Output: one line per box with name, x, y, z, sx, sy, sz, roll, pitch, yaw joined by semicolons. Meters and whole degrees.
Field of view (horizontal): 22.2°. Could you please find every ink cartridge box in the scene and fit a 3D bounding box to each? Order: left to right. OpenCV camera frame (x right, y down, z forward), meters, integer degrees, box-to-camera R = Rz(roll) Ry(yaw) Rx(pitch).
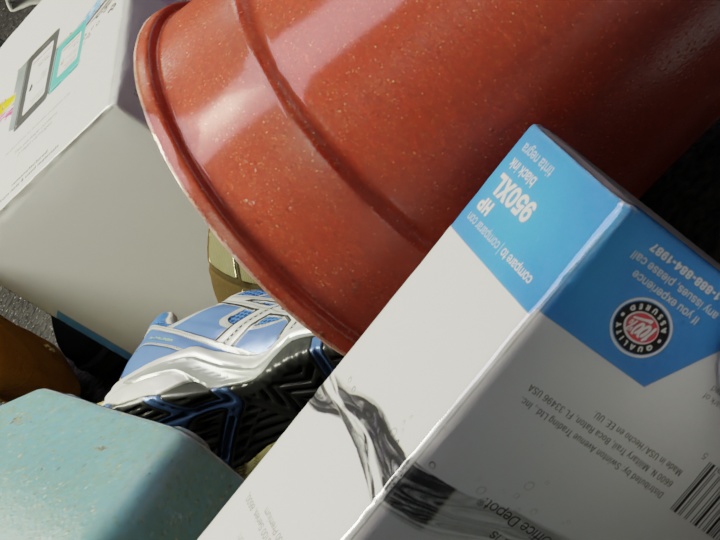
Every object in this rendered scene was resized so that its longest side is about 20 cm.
ink cartridge box;-0.123;-0.077;1.068;0.146;0.147;0.200;-39;32;29
ink cartridge box;0.059;0.075;0.633;0.200;0.145;0.084;-51;29;8

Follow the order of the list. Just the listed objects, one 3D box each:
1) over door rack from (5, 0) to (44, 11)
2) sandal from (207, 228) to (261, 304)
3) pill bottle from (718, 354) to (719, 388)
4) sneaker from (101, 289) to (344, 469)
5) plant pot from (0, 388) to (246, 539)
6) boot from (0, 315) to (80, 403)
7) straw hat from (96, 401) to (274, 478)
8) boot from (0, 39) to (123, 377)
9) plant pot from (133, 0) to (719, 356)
over door rack;-0.144;-0.199;1.206;0.148;0.200;0.067;-115;28;-57
sandal;0.000;0.000;0.899;0.200;0.054;0.080;4;87;41
pill bottle;0.178;0.061;0.505;0.111;0.111;0.200;-53;28;6
sneaker;-0.025;0.037;0.829;0.200;0.076;0.077;-8;43;20
plant pot;-0.118;0.165;0.751;0.196;0.196;0.200;9;61;48
boot;-0.211;0.046;1.053;0.201;0.144;0.071;27;84;51
straw hat;-0.106;0.108;0.913;0.201;0.085;0.201;-38;33;30
boot;-0.204;-0.043;1.139;0.073;0.162;0.198;-38;33;32
plant pot;0.052;-0.089;0.699;0.195;0.201;0.201;-42;31;25
